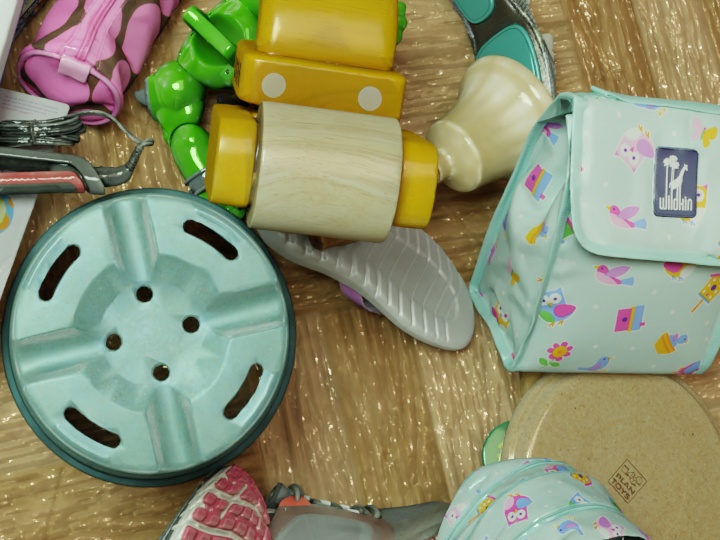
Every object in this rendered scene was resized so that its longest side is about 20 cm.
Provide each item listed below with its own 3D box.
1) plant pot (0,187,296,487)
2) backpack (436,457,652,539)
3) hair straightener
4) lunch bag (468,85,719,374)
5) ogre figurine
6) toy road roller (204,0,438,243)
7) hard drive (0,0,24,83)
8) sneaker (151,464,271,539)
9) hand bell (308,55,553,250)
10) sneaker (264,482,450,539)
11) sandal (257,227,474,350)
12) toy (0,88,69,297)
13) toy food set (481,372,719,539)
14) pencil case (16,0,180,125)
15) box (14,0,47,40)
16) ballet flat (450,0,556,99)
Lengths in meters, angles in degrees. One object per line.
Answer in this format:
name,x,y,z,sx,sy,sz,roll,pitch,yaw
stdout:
plant pot,-0.125,0.040,0.749,0.198,0.196,0.203,0,87,-10
backpack,0.105,0.225,0.801,0.166,0.127,0.202,0,118,-35
hair straightener,-0.231,-0.084,0.792,0.198,0.041,0.078,-4,65,-5
lunch bag,0.188,-0.030,0.877,0.169,0.201,0.122,3,35,-19
ogre figurine,-0.070,-0.138,0.876,0.120,0.098,0.200,43,113,1
toy road roller,-0.025,-0.108,0.741,0.122,0.200,0.148,6,104,-10
hard drive,-0.288,-0.143,0.780,0.130,0.025,0.202,9,65,-4
sneaker,-0.125,0.203,0.754,0.201,0.074,0.081,-58,133,-26
hand bell,0.042,-0.064,0.879,0.199,0.104,0.105,-33,89,-31
sneaker,-0.026,0.175,0.835,0.198,0.077,0.083,-13,75,-21
sandal,0.002,-0.006,0.896,0.202,0.050,0.083,34,53,-27
toy,-0.274,-0.029,0.812,0.114,0.047,0.202,15,63,-4
toy food set,0.184,0.157,0.919,0.199,0.049,0.199,33,70,-8
pencil case,-0.159,-0.201,0.868,0.090,0.093,0.201,33,71,-23
box,-0.300,-0.251,0.864,0.199,0.038,0.137,36,69,-7
ballet flat,0.116,-0.191,0.972,0.071,0.072,0.202,-21,85,-21
